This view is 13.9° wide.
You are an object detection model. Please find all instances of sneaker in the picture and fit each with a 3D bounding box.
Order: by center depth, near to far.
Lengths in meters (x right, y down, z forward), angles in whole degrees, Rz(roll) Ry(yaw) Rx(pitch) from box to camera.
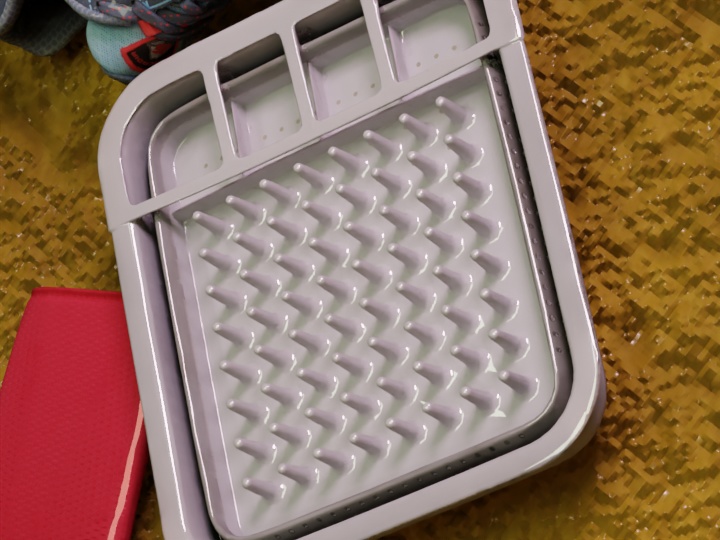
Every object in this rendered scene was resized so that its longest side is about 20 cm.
[{"bbox_3d":[-0.061,-0.111,1.071,0.200,0.079,0.096,2,78,43],"label":"sneaker"}]

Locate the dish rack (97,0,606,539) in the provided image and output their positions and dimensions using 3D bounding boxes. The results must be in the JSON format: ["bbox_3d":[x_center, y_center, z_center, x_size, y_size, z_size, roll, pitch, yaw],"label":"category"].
[{"bbox_3d":[0.000,0.000,1.003,0.172,0.044,0.200,-24,61,23],"label":"dish rack"}]

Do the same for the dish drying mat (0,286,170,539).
[{"bbox_3d":[-0.114,0.104,1.056,0.077,0.018,0.200,4,76,35],"label":"dish drying mat"}]
